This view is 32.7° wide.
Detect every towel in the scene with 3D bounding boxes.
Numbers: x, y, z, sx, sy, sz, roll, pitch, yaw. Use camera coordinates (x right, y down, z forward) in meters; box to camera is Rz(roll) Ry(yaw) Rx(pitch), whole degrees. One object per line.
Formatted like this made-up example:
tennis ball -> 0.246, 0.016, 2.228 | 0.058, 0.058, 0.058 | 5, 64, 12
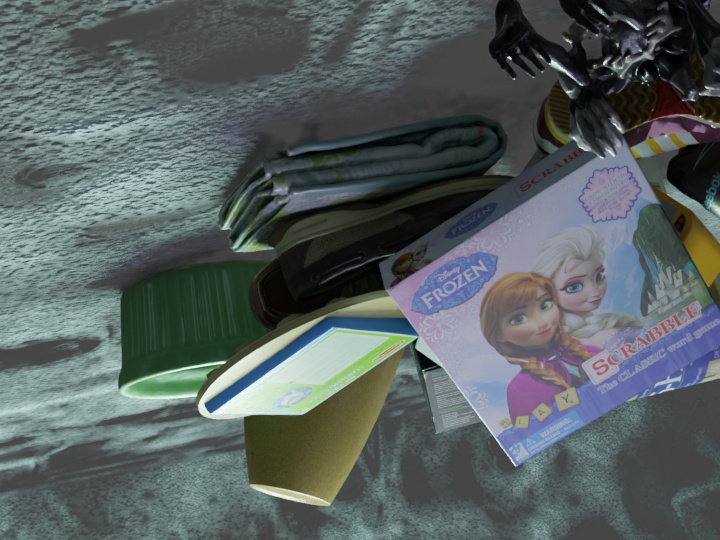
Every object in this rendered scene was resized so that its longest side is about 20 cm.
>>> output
towel -> -0.003, -0.067, 0.971 | 0.197, 0.049, 0.171 | -9, 170, -23

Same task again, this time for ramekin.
ramekin -> -0.144, 0.059, 1.209 | 0.196, 0.099, 0.200 | -9, 168, -2

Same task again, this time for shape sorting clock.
shape sorting clock -> -0.040, 0.067, 0.986 | 0.197, 0.040, 0.201 | -21, 158, -9

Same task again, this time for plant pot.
plant pot -> -0.056, 0.150, 1.360 | 0.183, 0.203, 0.187 | 12, 165, 3

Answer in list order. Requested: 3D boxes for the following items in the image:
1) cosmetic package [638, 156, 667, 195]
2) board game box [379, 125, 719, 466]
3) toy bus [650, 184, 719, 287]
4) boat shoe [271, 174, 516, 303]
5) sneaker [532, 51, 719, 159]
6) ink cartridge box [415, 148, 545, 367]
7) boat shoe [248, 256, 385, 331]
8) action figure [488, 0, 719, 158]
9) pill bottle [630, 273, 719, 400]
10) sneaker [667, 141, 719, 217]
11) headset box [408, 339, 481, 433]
cosmetic package -> 0.216, -0.032, 1.233 | 0.073, 0.103, 0.199 | -1, 161, -42
board game box -> 0.148, 0.022, 0.909 | 0.198, 0.200, 0.041 | -33, -152, 11
toy bus -> 0.255, -0.020, 1.035 | 0.066, 0.078, 0.199 | -57, 153, 5
boat shoe -> 0.034, -0.022, 0.934 | 0.197, 0.066, 0.073 | -14, 168, 1
sneaker -> 0.227, -0.123, 0.926 | 0.196, 0.076, 0.090 | -4, 169, -6
ink cartridge box -> 0.136, -0.004, 1.052 | 0.201, 0.082, 0.147 | -55, 172, -10
boat shoe -> 0.000, 0.000, 1.018 | 0.198, 0.077, 0.072 | -16, 168, -32
action figure -> 0.165, -0.129, 0.753 | 0.198, 0.103, 0.118 | 2, 148, -48
pill bottle -> 0.251, 0.066, 1.189 | 0.197, 0.122, 0.120 | -13, 168, -8
sneaker -> 0.307, -0.104, 1.003 | 0.078, 0.076, 0.200 | 22, -148, 17
headset box -> 0.140, 0.066, 1.385 | 0.171, 0.201, 0.094 | -13, 123, 0
